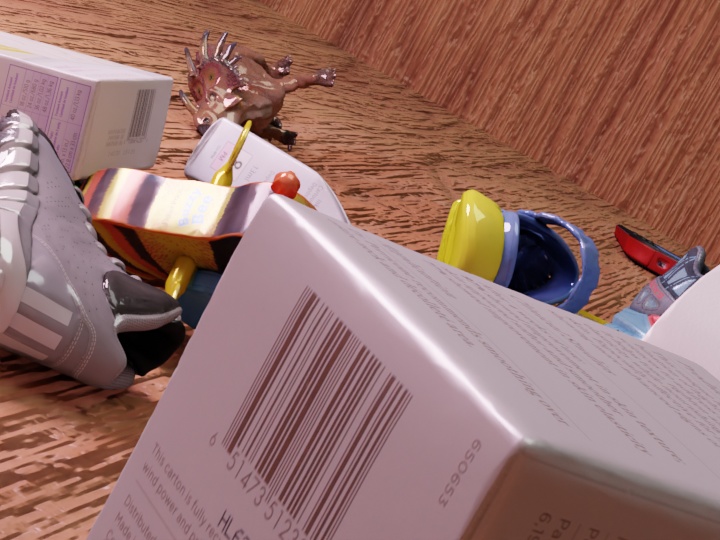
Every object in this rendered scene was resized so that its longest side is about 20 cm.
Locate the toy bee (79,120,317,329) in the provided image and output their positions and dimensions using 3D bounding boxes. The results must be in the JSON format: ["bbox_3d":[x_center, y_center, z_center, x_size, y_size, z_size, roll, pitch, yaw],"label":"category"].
[{"bbox_3d":[-0.060,-0.023,1.068,0.199,0.132,0.109,-2,-33,-1],"label":"toy bee"}]

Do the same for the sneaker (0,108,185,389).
[{"bbox_3d":[-0.137,0.002,0.981,0.115,0.075,0.200,30,19,-19],"label":"sneaker"}]

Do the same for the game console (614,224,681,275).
[{"bbox_3d":[0.404,0.003,2.556,0.199,0.031,0.177,29,10,-3],"label":"game console"}]

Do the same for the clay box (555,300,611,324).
[{"bbox_3d":[0.184,0.102,1.179,0.200,0.048,0.115,28,-27,45],"label":"clay box"}]

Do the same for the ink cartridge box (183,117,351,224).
[{"bbox_3d":[0.000,0.000,1.257,0.199,0.057,0.163,27,-12,18],"label":"ink cartridge box"}]

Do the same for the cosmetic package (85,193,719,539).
[{"bbox_3d":[0.044,0.107,0.643,0.199,0.167,0.167,21,13,-34],"label":"cosmetic package"}]

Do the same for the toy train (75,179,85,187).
[{"bbox_3d":[-0.103,-0.022,1.258,0.199,0.042,0.056,32,0,19],"label":"toy train"}]

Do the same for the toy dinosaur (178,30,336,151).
[{"bbox_3d":[-0.113,-0.165,1.832,0.135,0.086,0.200,16,9,-26],"label":"toy dinosaur"}]

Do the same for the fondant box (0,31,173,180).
[{"bbox_3d":[-0.220,-0.105,1.166,0.199,0.059,0.144,15,8,9],"label":"fondant box"}]

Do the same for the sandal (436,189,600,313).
[{"bbox_3d":[0.086,0.001,1.217,0.086,0.080,0.200,11,1,-2],"label":"sandal"}]

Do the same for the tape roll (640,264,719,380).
[{"bbox_3d":[0.154,0.095,0.911,0.071,0.203,0.202,32,10,26],"label":"tape roll"}]

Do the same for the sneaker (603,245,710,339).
[{"bbox_3d":[0.213,0.040,1.068,0.200,0.096,0.079,29,-16,45],"label":"sneaker"}]
